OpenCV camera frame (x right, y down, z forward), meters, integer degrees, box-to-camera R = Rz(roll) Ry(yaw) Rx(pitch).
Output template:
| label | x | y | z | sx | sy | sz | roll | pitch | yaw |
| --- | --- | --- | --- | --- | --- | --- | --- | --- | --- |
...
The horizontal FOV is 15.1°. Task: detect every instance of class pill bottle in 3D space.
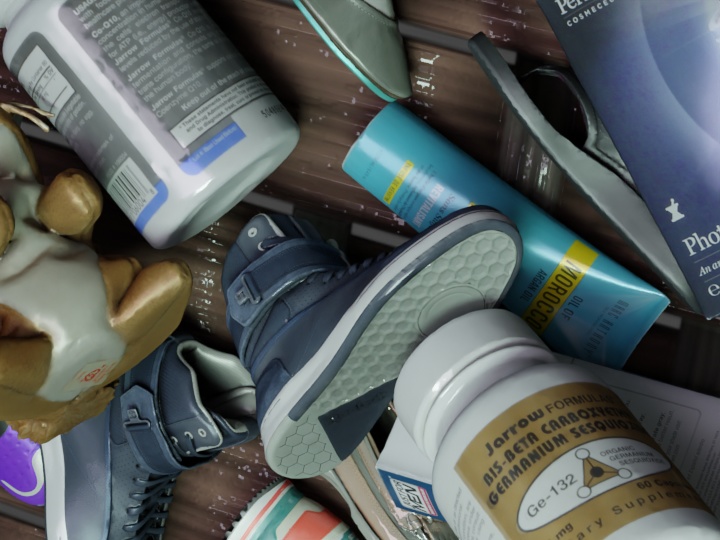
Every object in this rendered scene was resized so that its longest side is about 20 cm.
| label | x | y | z | sx | sy | sz | roll | pitch | yaw |
| --- | --- | --- | --- | --- | --- | --- | --- | --- | --- |
| pill bottle | 0.102 | 0.115 | 1.432 | 0.200 | 0.114 | 0.115 | 52 | 123 | 40 |
| pill bottle | -0.138 | -0.122 | 1.594 | 0.114 | 0.114 | 0.200 | -41 | 84 | 27 |

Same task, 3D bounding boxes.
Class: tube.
| label | x | y | z | sx | sy | sz | roll | pitch | yaw |
| --- | --- | --- | --- | --- | --- | --- | --- | --- | --- |
| tube | 0.081 | -0.018 | 1.561 | 0.200 | 0.050 | 0.078 | 38 | 132 | 7 |

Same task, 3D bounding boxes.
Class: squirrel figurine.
| label | x | y | z | sx | sy | sz | roll | pitch | yaw |
| --- | --- | --- | --- | --- | --- | --- | --- | --- | --- |
| squirrel figurine | -0.206 | -0.006 | 1.588 | 0.187 | 0.141 | 0.200 | 55 | 162 | 18 |

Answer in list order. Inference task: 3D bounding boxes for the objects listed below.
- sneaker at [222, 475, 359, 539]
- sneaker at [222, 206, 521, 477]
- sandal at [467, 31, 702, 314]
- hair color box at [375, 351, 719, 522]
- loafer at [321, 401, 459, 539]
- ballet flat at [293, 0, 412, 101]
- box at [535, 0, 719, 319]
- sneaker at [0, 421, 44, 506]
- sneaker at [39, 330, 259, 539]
| label | x | y | z | sx | sy | sz | roll | pitch | yaw |
| --- | --- | --- | --- | --- | --- | --- | --- | --- | --- |
| sneaker | -0.064 | 0.229 | 1.666 | 0.093 | 0.070 | 0.200 | 31 | 104 | 9 |
| sneaker | -0.002 | 0.000 | 1.541 | 0.202 | 0.077 | 0.147 | -44 | 42 | 25 |
| sandal | 0.137 | -0.063 | 1.515 | 0.048 | 0.075 | 0.201 | -42 | 91 | 2 |
| hair color box | 0.121 | 0.107 | 1.537 | 0.199 | 0.061 | 0.100 | 16 | 67 | 21 |
| loafer | 0.026 | 0.127 | 1.610 | 0.063 | 0.072 | 0.200 | -45 | 80 | 20 |
| ballet flat | -0.028 | -0.186 | 1.555 | 0.200 | 0.067 | 0.064 | 47 | 106 | 6 |
| box | 0.232 | -0.111 | 1.422 | 0.200 | 0.123 | 0.199 | -29 | 89 | 28 |
| sneaker | -0.260 | 0.069 | 1.705 | 0.069 | 0.099 | 0.201 | -33 | 88 | 30 |
| sneaker | -0.121 | 0.135 | 1.672 | 0.146 | 0.077 | 0.203 | -5 | 100 | 28 |
